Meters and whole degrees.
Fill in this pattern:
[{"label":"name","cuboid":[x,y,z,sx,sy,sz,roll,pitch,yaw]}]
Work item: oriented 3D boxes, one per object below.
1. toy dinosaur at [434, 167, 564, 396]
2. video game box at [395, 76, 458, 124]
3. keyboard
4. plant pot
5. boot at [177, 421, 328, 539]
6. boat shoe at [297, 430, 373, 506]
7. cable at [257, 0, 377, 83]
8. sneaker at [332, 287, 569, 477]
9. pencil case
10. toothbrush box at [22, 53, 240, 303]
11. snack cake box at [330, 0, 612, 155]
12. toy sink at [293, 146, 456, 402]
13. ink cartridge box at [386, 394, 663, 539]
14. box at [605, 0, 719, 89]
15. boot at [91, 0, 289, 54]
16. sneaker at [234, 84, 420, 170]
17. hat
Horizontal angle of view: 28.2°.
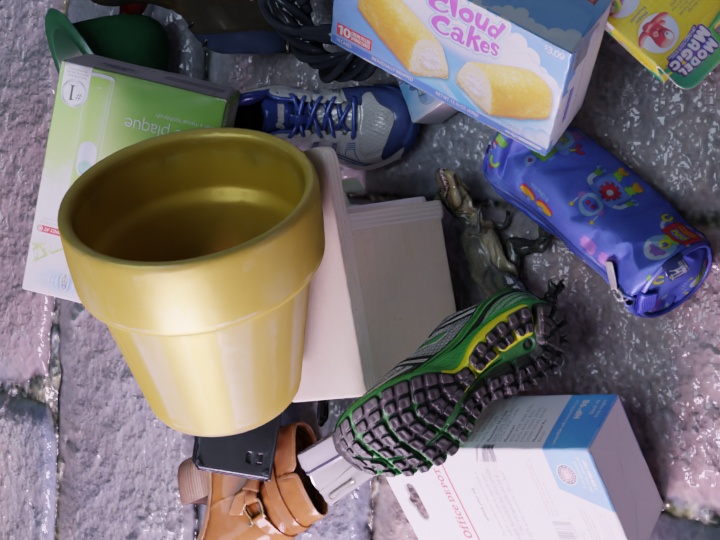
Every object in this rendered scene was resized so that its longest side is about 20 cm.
[{"label":"toy dinosaur","cuboid":[0.123,0.002,1.166,0.088,0.047,0.202,-22,83,40]},{"label":"video game box","cuboid":[0.093,-0.247,1.173,0.199,0.047,0.184,-30,71,35]},{"label":"keyboard","cuboid":[-0.076,0.088,1.292,0.125,0.021,0.203,9,82,6]},{"label":"plant pot","cuboid":[-0.121,0.017,1.128,0.199,0.200,0.191,22,134,35]},{"label":"boot","cuboid":[-0.088,0.246,1.325,0.154,0.073,0.202,-22,81,32]},{"label":"boat shoe","cuboid":[0.031,0.148,1.228,0.199,0.072,0.066,-30,88,30]},{"label":"cable","cuboid":[-0.024,-0.259,1.215,0.200,0.051,0.164,50,126,21]},{"label":"sneaker","cuboid":[0.066,0.087,1.105,0.199,0.085,0.079,-32,110,-4]},{"label":"pencil case","cuboid":[0.176,-0.046,1.094,0.200,0.086,0.078,45,151,28]},{"label":"toothbrush box","cuboid":[-0.197,-0.071,1.238,0.144,0.086,0.202,14,104,0]},{"label":"snack cake box","cuboid":[0.078,-0.186,1.068,0.199,0.067,0.115,30,150,16]},{"label":"toy sink","cuboid":[0.000,0.000,1.198,0.130,0.111,0.203,-14,87,58]},{"label":"ink cartridge box","cuboid":[0.122,0.162,1.126,0.198,0.067,0.117,-4,123,38]},{"label":"box","cuboid":[0.209,-0.232,1.051,0.117,0.048,0.200,-45,70,8]},{"label":"boot","cuboid":[-0.156,-0.238,1.317,0.197,0.075,0.098,-6,98,8]},{"label":"sneaker","cuboid":[-0.043,-0.127,1.259,0.198,0.088,0.076,1,91,37]},{"label":"hat","cuboid":[-0.200,-0.225,1.422,0.166,0.175,0.201,48,158,27]}]
